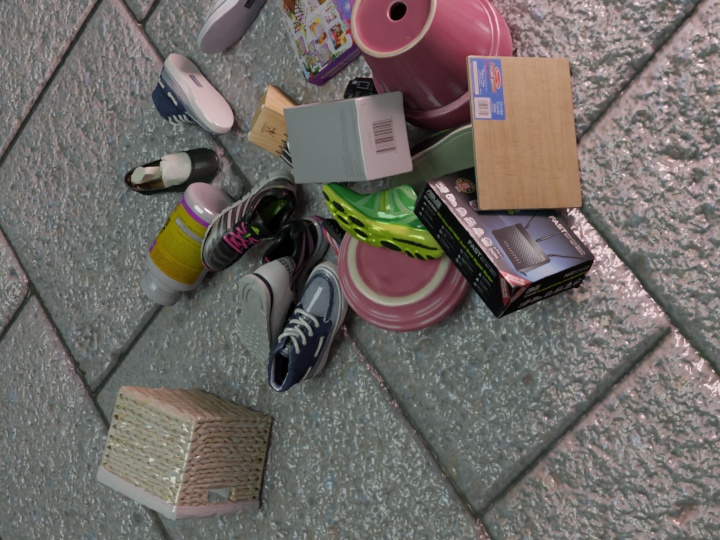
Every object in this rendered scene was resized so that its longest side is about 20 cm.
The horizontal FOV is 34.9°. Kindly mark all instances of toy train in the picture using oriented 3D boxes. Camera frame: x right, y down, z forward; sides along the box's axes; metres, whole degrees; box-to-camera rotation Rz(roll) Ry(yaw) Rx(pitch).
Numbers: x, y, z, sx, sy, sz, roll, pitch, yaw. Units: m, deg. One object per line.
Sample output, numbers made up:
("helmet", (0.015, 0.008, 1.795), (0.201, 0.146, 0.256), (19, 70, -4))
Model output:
("toy train", (0.059, -0.259, 1.676), (0.198, 0.034, 0.046), (13, 86, 37))

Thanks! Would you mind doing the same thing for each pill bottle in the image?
("pill bottle", (-0.286, -0.039, 1.888), (0.104, 0.104, 0.201), (49, 116, 28))

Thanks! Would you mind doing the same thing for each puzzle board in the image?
("puzzle board", (0.212, -0.179, 1.494), (0.017, 0.149, 0.203), (159, 107, -70))

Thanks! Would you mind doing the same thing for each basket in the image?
("basket", (-0.276, 0.284, 1.815), (0.198, 0.197, 0.163), (14, 92, 37))

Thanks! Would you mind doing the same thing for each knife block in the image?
("knife block", (-0.085, -0.203, 1.776), (0.064, 0.174, 0.200), (-59, 13, 18))

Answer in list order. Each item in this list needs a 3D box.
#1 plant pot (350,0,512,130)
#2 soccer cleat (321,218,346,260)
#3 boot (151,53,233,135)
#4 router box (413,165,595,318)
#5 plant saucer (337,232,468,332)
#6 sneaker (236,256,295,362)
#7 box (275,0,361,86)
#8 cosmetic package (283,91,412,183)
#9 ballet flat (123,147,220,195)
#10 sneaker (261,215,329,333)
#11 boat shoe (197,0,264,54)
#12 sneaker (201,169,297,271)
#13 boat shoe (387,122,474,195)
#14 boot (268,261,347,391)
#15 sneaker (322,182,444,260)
("plant pot", (0.082, -0.312, 1.543), (0.198, 0.179, 0.203), (-9, 72, 28))
("soccer cleat", (0.000, 0.000, 1.693), (0.200, 0.068, 0.074), (45, 118, 27))
("boot", (-0.284, -0.270, 1.925), (0.201, 0.072, 0.091), (55, 126, 34))
("router box", (0.186, -0.047, 1.491), (0.201, 0.149, 0.062), (53, 142, 25))
("plant saucer", (0.059, -0.017, 1.607), (0.198, 0.051, 0.203), (-5, 72, 14))
("sneaker", (-0.136, 0.063, 1.728), (0.076, 0.080, 0.201), (38, 144, 17))
("box", (-0.058, -0.408, 1.766), (0.136, 0.039, 0.202), (-32, 70, 33))
("cosmetic package", (-0.021, -0.181, 1.580), (0.199, 0.080, 0.114), (9, 110, 58))
("ballet flat", (-0.328, -0.164, 1.948), (0.198, 0.068, 0.069), (-13, 80, 36))
("sneaker", (-0.126, 0.003, 1.774), (0.080, 0.086, 0.202), (32, 108, 35))
("boat shoe", (-0.204, -0.444, 1.868), (0.200, 0.073, 0.066), (-46, 58, 16))
("sneaker", (-0.172, -0.069, 1.779), (0.200, 0.074, 0.088), (-43, 26, 6))
("boat shoe", (0.128, -0.166, 1.592), (0.199, 0.061, 0.072), (-22, 116, 18))
("boot", (-0.080, 0.088, 1.692), (0.072, 0.090, 0.202), (28, 122, 24))
("sneaker", (0.039, -0.078, 1.574), (0.198, 0.074, 0.084), (23, 62, 20))
